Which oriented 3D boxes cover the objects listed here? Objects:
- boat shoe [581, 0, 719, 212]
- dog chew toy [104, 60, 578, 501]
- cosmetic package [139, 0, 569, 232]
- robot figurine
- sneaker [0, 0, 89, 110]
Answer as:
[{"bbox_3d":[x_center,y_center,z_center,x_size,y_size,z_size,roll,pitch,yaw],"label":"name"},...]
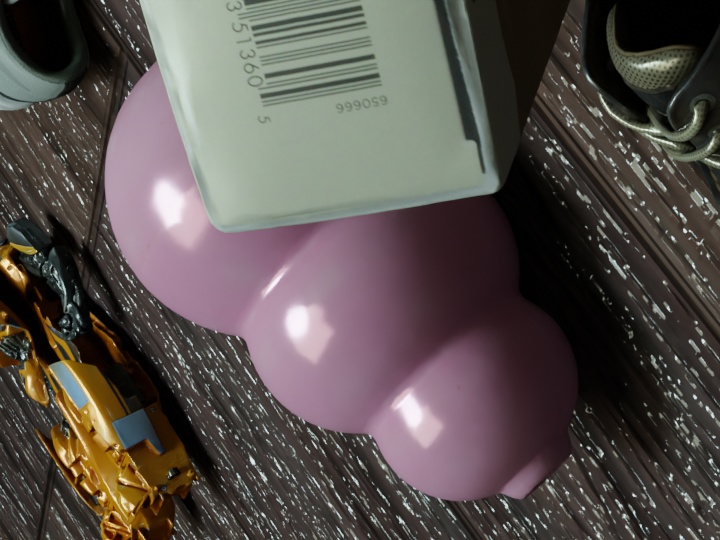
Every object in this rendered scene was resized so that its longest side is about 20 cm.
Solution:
[{"bbox_3d":[0.091,-0.062,0.514,0.074,0.073,0.202,8,123,60],"label":"boat shoe"},{"bbox_3d":[0.000,0.000,0.707,0.200,0.124,0.125,47,152,10],"label":"dog chew toy"},{"bbox_3d":[0.009,-0.101,0.490,0.070,0.200,0.106,-7,117,18],"label":"cosmetic package"},{"bbox_3d":[-0.170,0.067,1.151,0.201,0.058,0.145,53,153,15],"label":"robot figurine"},{"bbox_3d":[-0.185,-0.171,0.939,0.079,0.074,0.201,6,128,49],"label":"sneaker"}]
